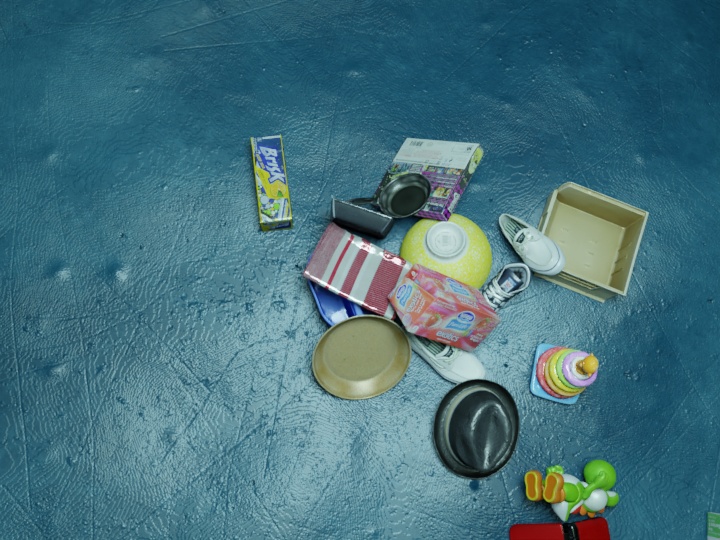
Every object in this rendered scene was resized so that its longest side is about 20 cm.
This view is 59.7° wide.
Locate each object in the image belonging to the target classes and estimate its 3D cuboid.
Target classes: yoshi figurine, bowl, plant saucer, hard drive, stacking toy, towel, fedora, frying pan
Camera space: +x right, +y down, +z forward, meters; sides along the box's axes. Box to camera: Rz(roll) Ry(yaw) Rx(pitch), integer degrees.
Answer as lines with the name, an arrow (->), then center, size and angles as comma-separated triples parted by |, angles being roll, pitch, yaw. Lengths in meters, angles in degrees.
yoshi figurine -> 0.426, 0.411, 1.226 | 0.200, 0.112, 0.113 | 15, 31, -26
bowl -> 0.179, -0.045, 1.313 | 0.200, 0.108, 0.201 | -2, 67, 5
plant saucer -> 0.001, 0.168, 1.254 | 0.200, 0.035, 0.201 | -5, 117, -9
hard drive -> 0.001, -0.103, 1.291 | 0.135, 0.200, 0.042 | 19, 90, 1
stacking toy -> 0.423, 0.195, 1.239 | 0.109, 0.200, 0.116 | 14, 73, 0
towel -> 0.000, 0.000, 1.250 | 0.200, 0.023, 0.144 | 27, 56, -4
fedora -> 0.238, 0.317, 1.227 | 0.200, 0.092, 0.201 | 0, 88, -6
frying pan -> 0.061, -0.137, 1.302 | 0.190, 0.031, 0.115 | -26, 50, 10

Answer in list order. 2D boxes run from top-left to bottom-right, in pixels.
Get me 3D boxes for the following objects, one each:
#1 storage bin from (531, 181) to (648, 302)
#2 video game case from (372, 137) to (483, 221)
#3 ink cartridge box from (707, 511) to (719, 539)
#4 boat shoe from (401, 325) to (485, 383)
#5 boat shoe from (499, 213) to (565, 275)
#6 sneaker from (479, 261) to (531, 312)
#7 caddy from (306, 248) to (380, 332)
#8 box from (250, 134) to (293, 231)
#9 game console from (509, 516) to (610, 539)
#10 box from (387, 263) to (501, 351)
storage bin -> 0.490, -0.062, 1.369 | 0.198, 0.094, 0.200 | 22, 75, 1
video game case -> 0.141, -0.201, 1.349 | 0.200, 0.036, 0.182 | 15, 69, 41
ink cartridge box -> 0.764, 0.589, 1.221 | 0.146, 0.084, 0.201 | 10, 75, -2
boat shoe -> 0.170, 0.172, 1.287 | 0.200, 0.067, 0.074 | 29, 75, 3
boat shoe -> 0.348, -0.056, 1.317 | 0.067, 0.200, 0.074 | 28, 104, -30
sneaker -> 0.279, 0.058, 1.312 | 0.070, 0.109, 0.200 | 44, 76, 8
caddy -> -0.031, 0.034, 1.295 | 0.141, 0.105, 0.200 | -21, 77, -11
box -> -0.193, -0.191, 1.365 | 0.070, 0.064, 0.201 | -7, 76, -6
game console -> 0.402, 0.594, 1.226 | 0.172, 0.119, 0.201 | 6, 72, -35
box -> 0.165, 0.074, 1.226 | 0.095, 0.200, 0.103 | -51, 42, 21
